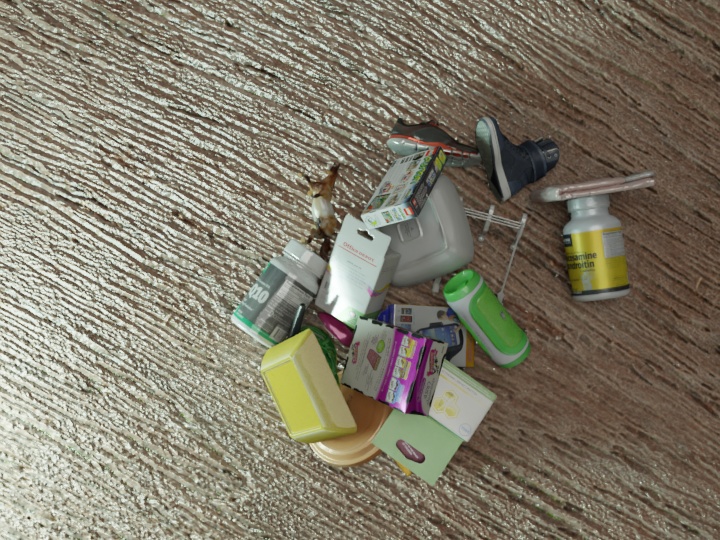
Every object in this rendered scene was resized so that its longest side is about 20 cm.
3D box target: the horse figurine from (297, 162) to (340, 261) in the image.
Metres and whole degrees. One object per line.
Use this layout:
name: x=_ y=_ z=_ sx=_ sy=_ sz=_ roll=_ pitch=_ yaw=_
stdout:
horse figurine: x=-0.080 y=-0.118 z=1.578 sx=0.050 sy=0.133 sz=0.200 roll=-3 pitch=93 yaw=21

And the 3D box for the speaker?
speaker: x=0.246 y=0.095 z=1.532 sx=0.088 sy=0.088 sz=0.200 roll=-40 pitch=108 yaw=-3

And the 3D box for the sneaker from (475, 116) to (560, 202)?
sneaker: x=0.311 y=-0.246 z=1.554 sx=0.146 sy=0.202 sz=0.077 roll=-28 pitch=45 yaw=-2

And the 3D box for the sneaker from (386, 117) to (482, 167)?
sneaker: x=0.157 y=-0.268 z=1.603 sx=0.200 sy=0.077 sz=0.082 roll=13 pitch=75 yaw=-1

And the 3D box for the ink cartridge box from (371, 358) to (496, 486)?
ink cartridge box: x=0.135 y=0.272 z=1.446 sx=0.145 sy=0.048 sz=0.200 roll=35 pitch=77 yaw=2

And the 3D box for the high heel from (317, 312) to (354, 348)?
high heel: x=0.015 y=0.124 z=1.566 sx=0.200 sy=0.067 sz=0.096 roll=38 pitch=96 yaw=-1

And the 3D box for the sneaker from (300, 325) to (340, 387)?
sneaker: x=-0.082 y=0.163 z=1.519 sx=0.074 sy=0.200 sz=0.084 roll=-19 pitch=126 yaw=-4

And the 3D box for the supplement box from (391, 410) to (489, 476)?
supplement box: x=0.140 y=0.297 z=1.531 sx=0.200 sy=0.110 sz=0.086 roll=-38 pitch=86 yaw=-3

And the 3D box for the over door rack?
over door rack: x=0.237 y=-0.036 z=1.588 sx=0.148 sy=0.067 sz=0.200 roll=15 pitch=97 yaw=4

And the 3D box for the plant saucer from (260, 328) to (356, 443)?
plant saucer: x=-0.109 y=0.224 z=1.436 sx=0.048 sy=0.200 sz=0.200 roll=-23 pitch=86 yaw=-33

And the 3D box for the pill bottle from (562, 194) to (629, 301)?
pill bottle: x=0.459 y=-0.044 z=1.550 sx=0.112 sy=0.112 sz=0.200 roll=-8 pitch=90 yaw=0

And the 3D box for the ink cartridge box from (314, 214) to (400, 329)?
ink cartridge box: x=0.000 y=0.000 z=1.528 sx=0.117 sy=0.067 sz=0.200 roll=30 pitch=112 yaw=26

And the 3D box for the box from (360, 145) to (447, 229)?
box: x=0.085 y=-0.158 z=1.492 sx=0.110 sy=0.200 sz=0.035 roll=-12 pitch=122 yaw=34

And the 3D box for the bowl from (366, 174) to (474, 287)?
bowl: x=0.106 y=-0.079 z=1.548 sx=0.200 sy=0.075 sz=0.200 roll=-20 pitch=81 yaw=22

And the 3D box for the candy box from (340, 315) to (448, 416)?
candy box: x=0.057 y=0.169 z=1.426 sx=0.061 sy=0.200 sz=0.137 roll=17 pitch=89 yaw=-37

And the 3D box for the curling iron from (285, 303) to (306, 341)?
curling iron: x=-0.141 y=0.149 z=1.541 sx=0.026 sy=0.050 sz=0.200 roll=33 pitch=116 yaw=16

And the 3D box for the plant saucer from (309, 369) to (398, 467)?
plant saucer: x=-0.019 y=0.277 z=1.519 sx=0.200 sy=0.032 sz=0.200 roll=-15 pitch=53 yaw=21

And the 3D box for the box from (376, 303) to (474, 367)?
box: x=0.128 y=0.128 z=1.549 sx=0.200 sy=0.041 sz=0.119 roll=4 pitch=83 yaw=-22

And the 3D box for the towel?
towel: x=0.442 y=-0.160 z=1.524 sx=0.191 sy=0.200 sz=0.032 roll=-9 pitch=93 yaw=0

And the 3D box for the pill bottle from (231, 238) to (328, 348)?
pill bottle: x=-0.154 y=0.045 z=1.557 sx=0.113 sy=0.113 sz=0.200 roll=35 pitch=86 yaw=4
